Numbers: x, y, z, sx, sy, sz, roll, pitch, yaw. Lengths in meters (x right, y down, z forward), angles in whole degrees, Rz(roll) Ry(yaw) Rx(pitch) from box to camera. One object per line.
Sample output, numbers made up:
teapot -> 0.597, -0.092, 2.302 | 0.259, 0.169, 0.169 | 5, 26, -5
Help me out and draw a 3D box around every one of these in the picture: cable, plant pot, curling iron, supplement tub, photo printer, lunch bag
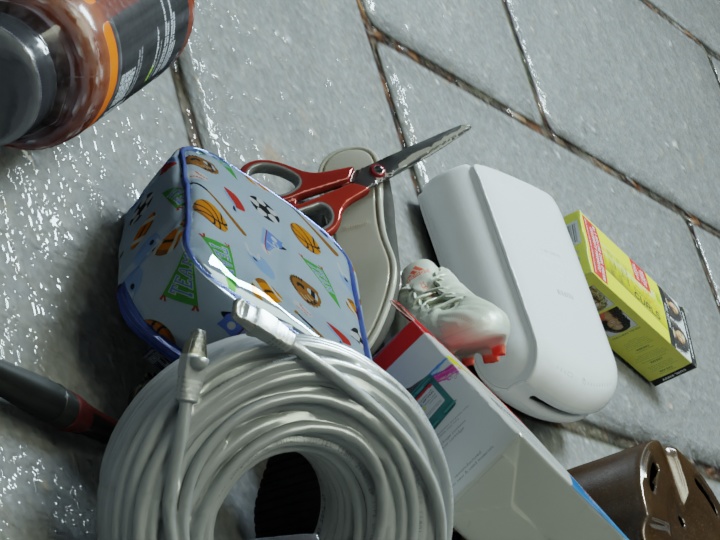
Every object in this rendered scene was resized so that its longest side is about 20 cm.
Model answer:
cable -> -0.047, 0.133, 1.166 | 0.199, 0.069, 0.201 | 27, 83, -28
plant pot -> 0.136, 0.215, 1.409 | 0.200, 0.198, 0.201 | 46, 28, -34
curling iron -> -0.158, 0.065, 1.175 | 0.200, 0.025, 0.050 | 23, 69, -54
supplement tub -> -0.175, -0.133, 1.252 | 0.107, 0.107, 0.200 | 59, 24, -9
photo printer -> 0.131, 0.025, 1.752 | 0.166, 0.069, 0.201 | 19, 49, -57
lunch bag -> -0.064, 0.017, 1.289 | 0.160, 0.076, 0.200 | 36, 19, -19

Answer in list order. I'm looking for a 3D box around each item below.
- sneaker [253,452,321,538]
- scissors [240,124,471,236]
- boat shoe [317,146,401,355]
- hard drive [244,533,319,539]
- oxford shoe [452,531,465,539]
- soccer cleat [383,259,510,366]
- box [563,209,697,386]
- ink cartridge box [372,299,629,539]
sneaker -> -0.008, 0.183, 1.298 | 0.088, 0.074, 0.201 | 16, 65, -57
scissors -> 0.004, -0.057, 1.517 | 0.199, 0.014, 0.073 | -12, 59, -27
boat shoe -> 0.000, 0.000, 1.517 | 0.057, 0.067, 0.201 | 68, 17, -45
hard drive -> -0.101, 0.201, 0.986 | 0.042, 0.199, 0.135 | 103, -27, -63
oxford shoe -> 0.076, 0.245, 1.297 | 0.073, 0.084, 0.201 | -53, 140, -61
soccer cleat -> 0.050, 0.030, 1.498 | 0.200, 0.069, 0.078 | 163, -81, -77
box -> 0.232, 0.027, 1.978 | 0.200, 0.050, 0.076 | 38, 34, -43
ink cartridge box -> 0.066, 0.107, 1.321 | 0.116, 0.067, 0.200 | 44, 2, -31
